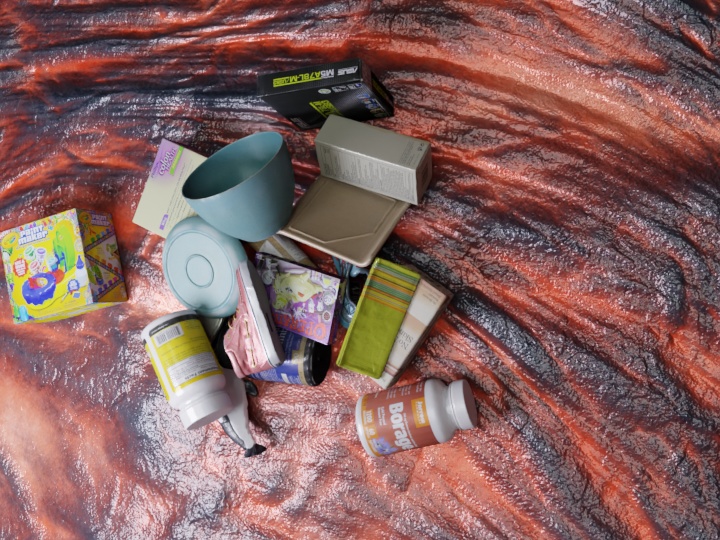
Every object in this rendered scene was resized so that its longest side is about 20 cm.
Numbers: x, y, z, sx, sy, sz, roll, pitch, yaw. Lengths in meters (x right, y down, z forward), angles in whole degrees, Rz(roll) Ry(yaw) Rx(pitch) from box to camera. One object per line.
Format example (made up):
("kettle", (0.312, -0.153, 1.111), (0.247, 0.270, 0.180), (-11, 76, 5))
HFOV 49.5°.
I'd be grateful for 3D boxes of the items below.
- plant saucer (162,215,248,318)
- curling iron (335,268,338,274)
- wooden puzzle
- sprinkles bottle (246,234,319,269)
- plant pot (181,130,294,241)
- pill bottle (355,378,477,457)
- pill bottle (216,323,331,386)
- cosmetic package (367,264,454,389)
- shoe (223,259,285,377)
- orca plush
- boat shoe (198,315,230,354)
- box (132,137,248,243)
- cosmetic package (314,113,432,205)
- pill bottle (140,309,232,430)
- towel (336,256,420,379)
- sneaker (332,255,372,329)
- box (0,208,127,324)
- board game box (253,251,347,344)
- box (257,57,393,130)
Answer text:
("plant saucer", (-0.297, -0.001, 1.467), (0.198, 0.027, 0.202), (8, 110, 23))
("curling iron", (-0.048, -0.064, 1.476), (0.049, 0.026, 0.202), (-18, 84, 13))
("wooden puzzle", (-0.029, -0.094, 1.415), (0.198, 0.037, 0.186), (19, 51, 21))
("sprinkles bottle", (-0.137, -0.019, 1.485), (0.200, 0.068, 0.068), (45, 102, 14))
("plant pot", (-0.194, -0.131, 1.372), (0.198, 0.201, 0.135), (-18, 122, 17))
("pill bottle", (0.100, 0.256, 1.380), (0.198, 0.112, 0.113), (-17, 85, 18))
("pill bottle", (-0.163, 0.152, 1.469), (0.198, 0.112, 0.113), (4, 91, 18))
("cosmetic package", (0.070, 0.099, 1.404), (0.103, 0.087, 0.201), (33, 100, 13))
("shoe", (-0.207, 0.087, 1.396), (0.090, 0.071, 0.202), (-20, 81, 9))
("orca plush", (-0.247, 0.274, 1.536), (0.105, 0.071, 0.201), (-33, 82, -30))
("boat shoe", (-0.320, 0.149, 1.548), (0.074, 0.062, 0.201), (30, 96, 18))
("box", (-0.315, -0.136, 1.530), (0.198, 0.097, 0.178), (24, 97, 16))
("cosmetic package", (0.024, -0.200, 1.405), (0.198, 0.104, 0.074), (21, 62, 17))
("pill bottle", (-0.319, 0.185, 1.450), (0.114, 0.114, 0.201), (-31, 75, 16))
("towel", (0.031, 0.084, 1.346), (0.085, 0.018, 0.202), (20, 96, -8))
("sneaker", (0.000, 0.000, 1.405), (0.078, 0.096, 0.202), (1, 73, -19))
("box", (-0.614, -0.006, 1.616), (0.198, 0.122, 0.195), (-15, 84, 18))
("board game box", (-0.119, 0.047, 1.411), (0.198, 0.032, 0.121), (16, 104, 32))
("box", (-0.057, -0.309, 1.390), (0.191, 0.200, 0.048), (-7, 81, 17))
